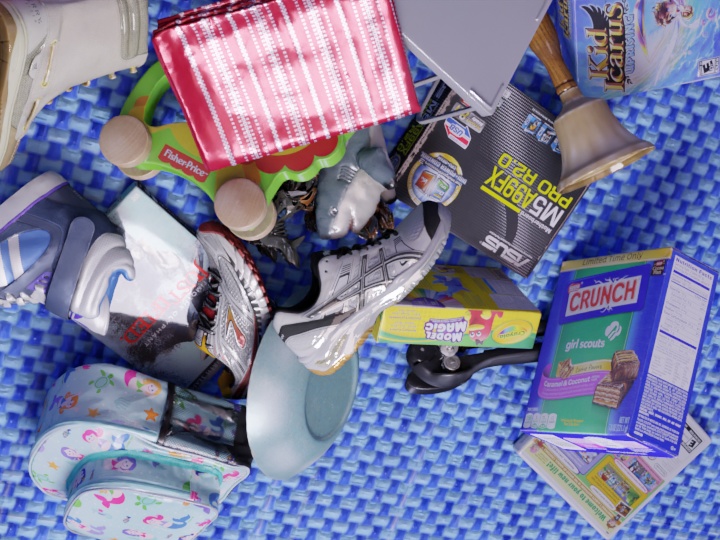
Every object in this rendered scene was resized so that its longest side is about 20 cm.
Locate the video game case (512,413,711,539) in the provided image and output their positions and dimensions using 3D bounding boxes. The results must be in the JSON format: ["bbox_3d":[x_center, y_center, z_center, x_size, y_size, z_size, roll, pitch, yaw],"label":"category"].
[{"bbox_3d":[0.307,0.209,1.362,0.182,0.022,0.200,-44,117,2],"label":"video game case"}]

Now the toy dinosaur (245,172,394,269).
[{"bbox_3d":[-0.063,-0.079,1.110,0.200,0.102,0.136,34,83,3],"label":"toy dinosaur"}]

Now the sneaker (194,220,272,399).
[{"bbox_3d":[-0.127,0.046,1.107,0.082,0.078,0.201,-18,116,-9],"label":"sneaker"}]

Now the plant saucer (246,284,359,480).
[{"bbox_3d":[-0.044,0.116,1.134,0.039,0.201,0.202,11,113,26],"label":"plant saucer"}]

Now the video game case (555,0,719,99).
[{"bbox_3d":[0.290,-0.284,1.152,0.181,0.045,0.201,-13,114,-11],"label":"video game case"}]

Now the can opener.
[{"bbox_3d":[0.142,0.086,1.249,0.199,0.079,0.064,-15,79,-16],"label":"can opener"}]

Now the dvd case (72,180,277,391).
[{"bbox_3d":[-0.201,0.027,1.131,0.146,0.022,0.200,-45,118,3],"label":"dvd case"}]

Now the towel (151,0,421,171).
[{"bbox_3d":[-0.060,-0.168,0.946,0.199,0.023,0.145,-15,123,3],"label":"towel"}]

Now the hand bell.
[{"bbox_3d":[0.203,-0.188,1.119,0.104,0.104,0.201,-22,83,-8],"label":"hand bell"}]

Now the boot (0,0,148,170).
[{"bbox_3d":[-0.270,-0.171,0.995,0.154,0.072,0.200,-28,162,-39],"label":"boot"}]

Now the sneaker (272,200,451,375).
[{"bbox_3d":[0.000,0.000,1.044,0.088,0.076,0.200,42,83,-9],"label":"sneaker"}]

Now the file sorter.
[{"bbox_3d":[0.045,-0.248,1.028,0.200,0.124,0.139,38,69,-26],"label":"file sorter"}]

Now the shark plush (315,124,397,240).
[{"bbox_3d":[-0.023,-0.134,1.058,0.083,0.091,0.201,-15,95,0],"label":"shark plush"}]

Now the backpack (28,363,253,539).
[{"bbox_3d":[-0.221,0.182,1.104,0.199,0.151,0.178,25,138,-17],"label":"backpack"}]

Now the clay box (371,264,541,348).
[{"bbox_3d":[0.072,0.034,1.167,0.199,0.115,0.048,3,113,-18],"label":"clay box"}]

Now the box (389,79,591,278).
[{"bbox_3d":[0.138,-0.106,1.173,0.200,0.044,0.161,30,98,-25],"label":"box"}]

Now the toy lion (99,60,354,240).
[{"bbox_3d":[-0.110,-0.141,1.035,0.199,0.069,0.192,28,84,10],"label":"toy lion"}]

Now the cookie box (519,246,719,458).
[{"bbox_3d":[0.268,0.086,1.181,0.075,0.171,0.201,26,72,-26],"label":"cookie box"}]

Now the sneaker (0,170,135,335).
[{"bbox_3d":[-0.305,0.021,1.039,0.200,0.081,0.147,-42,90,-4],"label":"sneaker"}]
